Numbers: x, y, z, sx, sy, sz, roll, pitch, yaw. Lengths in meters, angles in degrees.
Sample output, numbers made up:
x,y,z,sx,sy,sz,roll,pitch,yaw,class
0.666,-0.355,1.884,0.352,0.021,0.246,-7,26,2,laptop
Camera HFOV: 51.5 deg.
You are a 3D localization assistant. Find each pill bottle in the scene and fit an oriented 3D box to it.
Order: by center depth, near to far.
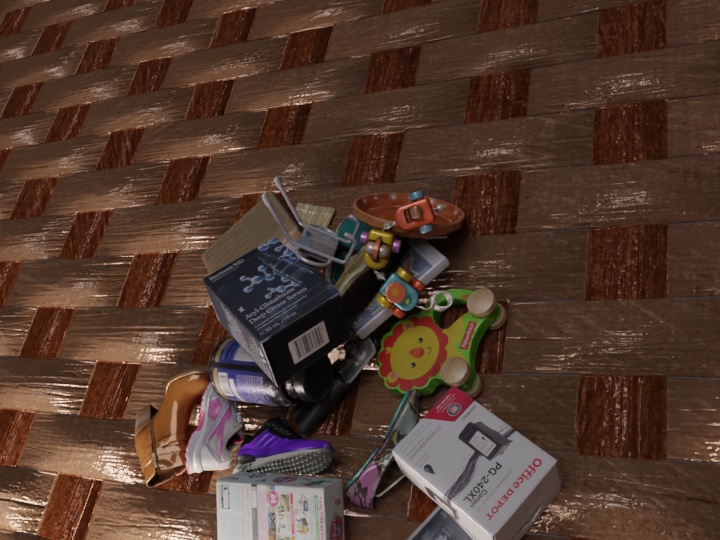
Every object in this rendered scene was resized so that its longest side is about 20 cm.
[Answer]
x,y,z,sx,sy,sz,roll,pitch,yaw,class
-0.151,0.172,1.266,0.199,0.112,0.113,0,62,33,pill bottle

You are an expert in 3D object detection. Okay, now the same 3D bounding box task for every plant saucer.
x,y,z,sx,sy,sz,roll,pitch,yaw,class
0.085,-0.098,1.335,0.199,0.200,0.033,22,115,35,plant saucer

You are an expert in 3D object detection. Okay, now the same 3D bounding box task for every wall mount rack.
x,y,z,sx,sy,sz,roll,pitch,yaw,class
-0.088,-0.081,1.273,0.200,0.173,0.075,-80,13,-70,wall mount rack

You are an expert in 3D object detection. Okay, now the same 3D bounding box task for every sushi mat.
x,y,z,sx,sy,sz,roll,pitch,yaw,class
-0.124,-0.048,1.497,0.095,0.012,0.201,9,66,32,sushi mat

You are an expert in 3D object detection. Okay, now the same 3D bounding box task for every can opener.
x,y,z,sx,sy,sz,roll,pitch,yaw,class
-0.037,0.197,1.287,0.200,0.067,0.053,-52,52,8,can opener

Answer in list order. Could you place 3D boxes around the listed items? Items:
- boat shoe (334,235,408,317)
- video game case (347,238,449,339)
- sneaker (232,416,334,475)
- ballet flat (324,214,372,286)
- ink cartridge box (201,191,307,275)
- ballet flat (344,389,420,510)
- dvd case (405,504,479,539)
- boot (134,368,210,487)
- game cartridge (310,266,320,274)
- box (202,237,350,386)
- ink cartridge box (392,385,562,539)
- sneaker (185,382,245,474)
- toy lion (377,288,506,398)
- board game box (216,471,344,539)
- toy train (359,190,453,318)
x,y,z,sx,sy,sz,roll,pitch,yaw,class
0.000,0.000,1.295,0.076,0.072,0.200,23,55,33,boat shoe
0.042,0.012,1.332,0.200,0.023,0.182,-41,31,0,video game case
-0.130,0.289,1.248,0.199,0.070,0.100,-18,47,29,sneaker
-0.032,-0.022,1.377,0.071,0.072,0.201,-4,42,25,ballet flat
-0.202,-0.037,1.469,0.200,0.075,0.165,-41,41,4,ink cartridge box
0.053,0.287,1.177,0.071,0.069,0.201,32,85,12,ballet flat
0.113,0.444,1.071,0.200,0.025,0.150,-45,51,-5,dvd case
-0.330,0.287,1.360,0.200,0.074,0.155,-41,45,18,boot
-0.142,0.081,1.364,0.200,0.041,0.134,-37,42,36,game cartridge
-0.136,0.061,1.208,0.148,0.108,0.200,-32,45,-21,box
0.170,0.287,1.084,0.145,0.084,0.200,-43,50,-18,ink cartridge box
-0.243,0.273,1.328,0.088,0.082,0.201,9,52,2,sneaker
0.124,0.121,1.244,0.191,0.069,0.201,9,65,39,toy lion
-0.126,0.399,1.162,0.199,0.064,0.149,-4,86,27,board game box
0.077,-0.022,1.212,0.149,0.056,0.201,-13,91,10,toy train
